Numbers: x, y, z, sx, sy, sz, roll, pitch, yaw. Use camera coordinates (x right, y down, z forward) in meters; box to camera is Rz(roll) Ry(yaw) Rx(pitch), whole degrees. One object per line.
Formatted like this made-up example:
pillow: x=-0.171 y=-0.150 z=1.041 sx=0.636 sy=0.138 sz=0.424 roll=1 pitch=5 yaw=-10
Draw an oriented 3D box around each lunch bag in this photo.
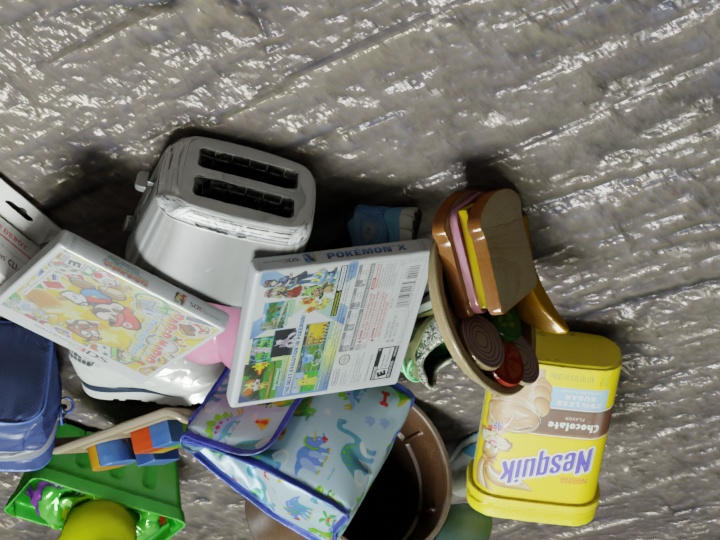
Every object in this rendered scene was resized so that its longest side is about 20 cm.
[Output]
lunch bag: x=-0.068 y=0.165 z=1.766 sx=0.199 sy=0.171 sz=0.128 roll=29 pitch=147 yaw=6
lunch bag: x=-0.418 y=0.142 z=1.848 sx=0.198 sy=0.137 sz=0.133 roll=6 pitch=145 yaw=-4

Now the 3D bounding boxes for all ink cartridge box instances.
ink cartridge box: x=-0.410 y=-0.015 z=1.687 sx=0.199 sy=0.068 sz=0.116 roll=-19 pitch=139 yaw=28

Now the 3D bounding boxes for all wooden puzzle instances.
wooden puzzle: x=-0.232 y=0.195 z=1.915 sx=0.199 sy=0.047 sz=0.185 roll=-15 pitch=169 yaw=28

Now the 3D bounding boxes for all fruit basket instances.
fruit basket: x=-0.319 y=0.305 z=2.004 sx=0.214 sy=0.217 sz=0.155 roll=20 pitch=146 yaw=-21

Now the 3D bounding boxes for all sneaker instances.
sneaker: x=0.174 y=0.232 z=1.964 sx=0.076 sy=0.081 sz=0.200 roll=26 pitch=140 yaw=-30
sneaker: x=-0.223 y=0.096 z=1.826 sx=0.198 sy=0.077 sz=0.081 roll=-5 pitch=134 yaw=9
sneaker: x=0.057 y=0.088 z=1.766 sx=0.077 sy=0.089 sz=0.200 roll=28 pitch=138 yaw=-30
sneaker: x=0.000 y=0.000 z=1.678 sx=0.089 sy=0.079 sz=0.201 roll=16 pitch=135 yaw=-1

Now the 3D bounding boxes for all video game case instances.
video game case: x=-0.031 y=0.053 z=1.617 sx=0.181 sy=0.022 sz=0.201 roll=-7 pitch=139 yaw=-20
video game case: x=-0.249 y=0.041 z=1.626 sx=0.181 sy=0.023 sz=0.200 roll=28 pitch=148 yaw=-21

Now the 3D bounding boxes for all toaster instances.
toaster: x=-0.122 y=-0.042 z=1.583 sx=0.198 sy=0.114 sz=0.129 roll=15 pitch=141 yaw=-9

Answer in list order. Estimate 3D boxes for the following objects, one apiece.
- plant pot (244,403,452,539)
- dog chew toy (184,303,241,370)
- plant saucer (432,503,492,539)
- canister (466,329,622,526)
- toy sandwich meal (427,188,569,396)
plant pot: x=-0.027 y=0.259 z=1.938 sx=0.199 sy=0.202 sz=0.198 roll=21 pitch=148 yaw=-22
dog chew toy: x=-0.146 y=0.045 z=1.706 sx=0.198 sy=0.125 sz=0.125 roll=8 pitch=145 yaw=8
plant saucer: x=0.064 y=0.331 z=1.910 sx=0.200 sy=0.201 sz=0.039 roll=-31 pitch=108 yaw=38
canister: x=0.199 y=0.167 z=1.804 sx=0.147 sy=0.087 sz=0.201 roll=6 pitch=118 yaw=0
toy sandwich meal: x=0.134 y=0.017 z=1.585 sx=0.070 sy=0.206 sz=0.205 roll=-18 pitch=139 yaw=31
